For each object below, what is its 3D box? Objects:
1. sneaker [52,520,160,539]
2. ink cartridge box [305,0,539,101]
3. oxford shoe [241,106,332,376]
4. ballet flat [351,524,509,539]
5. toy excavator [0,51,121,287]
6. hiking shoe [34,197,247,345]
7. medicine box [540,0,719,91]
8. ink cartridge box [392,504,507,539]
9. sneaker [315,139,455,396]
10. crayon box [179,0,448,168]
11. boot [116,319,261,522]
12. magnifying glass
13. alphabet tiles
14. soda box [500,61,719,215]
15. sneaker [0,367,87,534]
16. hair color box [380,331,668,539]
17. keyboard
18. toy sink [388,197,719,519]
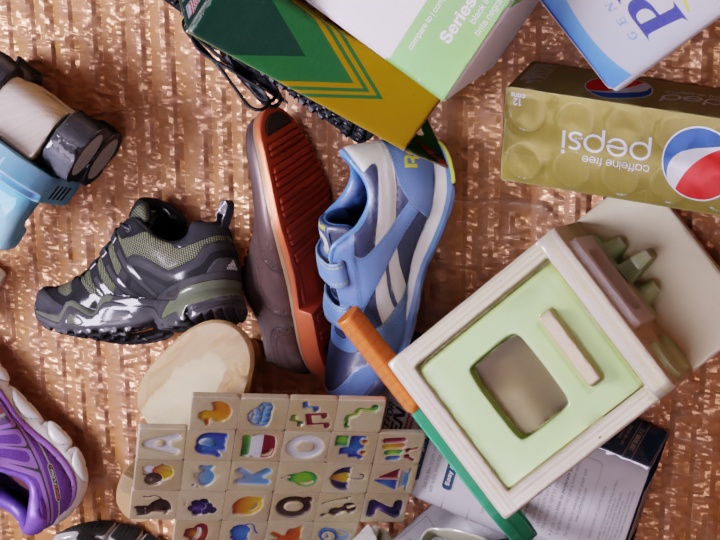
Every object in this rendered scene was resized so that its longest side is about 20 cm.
[{"bbox_3d":[-0.164,0.267,1.715,0.199,0.081,0.084,24,129,14],"label":"sneaker"},{"bbox_3d":[0.012,-0.209,1.395,0.200,0.145,0.084,37,111,4],"label":"ink cartridge box"},{"bbox_3d":[-0.061,-0.017,1.557,0.072,0.071,0.201,0,108,33],"label":"oxford shoe"},{"bbox_3d":[0.032,0.219,1.556,0.199,0.069,0.068,-3,143,18],"label":"ballet flat"},{"bbox_3d":[-0.270,-0.048,1.602,0.100,0.194,0.200,37,92,4],"label":"toy excavator"},{"bbox_3d":[-0.160,0.000,1.611,0.199,0.076,0.101,-6,78,37],"label":"hiking shoe"},{"bbox_3d":[0.186,-0.246,1.337,0.200,0.103,0.182,-36,95,29],"label":"medicine box"},{"bbox_3d":[0.063,0.279,1.571,0.176,0.045,0.200,-38,55,1],"label":"ink cartridge box"},{"bbox_3d":[0.000,0.000,1.510,0.082,0.074,0.201,9,104,-25],"label":"sneaker"},{"bbox_3d":[-0.023,-0.152,1.413,0.199,0.127,0.051,27,111,-24],"label":"crayon box"},{"bbox_3d":[-0.105,0.080,1.569,0.071,0.144,0.202,33,126,5],"label":"boot"},{"bbox_3d":[0.053,0.107,1.481,0.022,0.080,0.200,-40,97,2],"label":"magnifying glass"},{"bbox_3d":[-0.059,0.142,1.527,0.199,0.006,0.167,2,136,-9],"label":"alphabet tiles"},{"bbox_3d":[0.194,-0.083,1.424,0.199,0.064,0.068,10,114,19],"label":"soda box"},{"bbox_3d":[-0.300,0.122,1.689,0.200,0.083,0.081,41,134,2],"label":"sneaker"},{"bbox_3d":[0.107,0.129,1.551,0.199,0.061,0.100,22,118,13],"label":"hair color box"},{"bbox_3d":[-0.077,-0.142,1.492,0.200,0.104,0.040,38,80,5],"label":"keyboard"},{"bbox_3d":[0.140,0.047,1.434,0.200,0.112,0.131,-38,83,14],"label":"toy sink"}]
